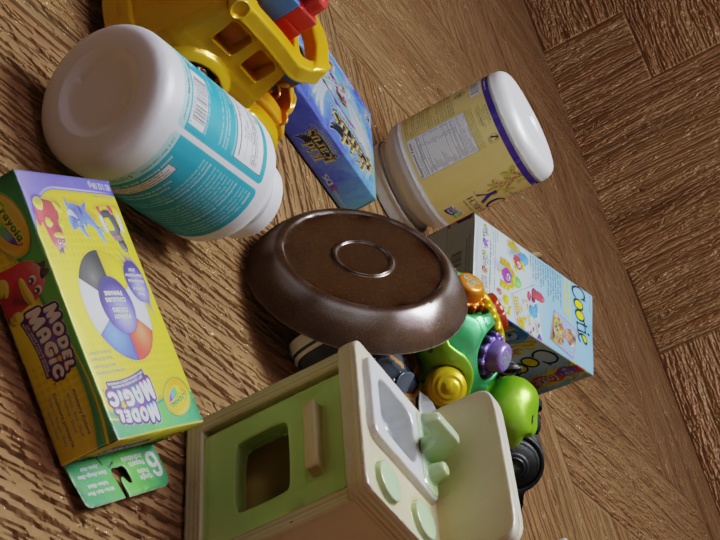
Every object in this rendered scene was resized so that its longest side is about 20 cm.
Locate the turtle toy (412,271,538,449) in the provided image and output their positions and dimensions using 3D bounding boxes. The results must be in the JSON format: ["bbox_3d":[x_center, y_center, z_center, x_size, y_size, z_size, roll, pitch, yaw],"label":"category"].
[{"bbox_3d":[0.097,0.078,1.283,0.146,0.100,0.201,-169,-125,-86],"label":"turtle toy"}]

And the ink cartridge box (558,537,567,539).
[{"bbox_3d":[0.199,0.374,1.415,0.117,0.067,0.200,63,18,-3],"label":"ink cartridge box"}]

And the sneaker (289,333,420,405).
[{"bbox_3d":[0.005,0.093,1.220,0.080,0.078,0.200,64,14,19],"label":"sneaker"}]

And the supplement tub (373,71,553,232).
[{"bbox_3d":[0.121,-0.139,1.681,0.146,0.199,0.146,53,20,-30],"label":"supplement tub"}]

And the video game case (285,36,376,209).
[{"bbox_3d":[-0.050,-0.191,1.514,0.200,0.045,0.182,54,21,-32],"label":"video game case"}]

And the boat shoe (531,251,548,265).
[{"bbox_3d":[0.268,0.015,2.115,0.071,0.070,0.200,63,16,10],"label":"boat shoe"}]

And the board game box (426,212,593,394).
[{"bbox_3d":[0.147,0.043,1.451,0.199,0.103,0.106,32,48,-34],"label":"board game box"}]

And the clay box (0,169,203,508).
[{"bbox_3d":[-0.164,0.040,0.846,0.201,0.047,0.115,66,18,8],"label":"clay box"}]

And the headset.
[{"bbox_3d":[0.146,0.172,1.440,0.124,0.093,0.201,-84,174,-51],"label":"headset"}]

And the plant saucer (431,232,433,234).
[{"bbox_3d":[0.120,0.051,1.691,0.201,0.037,0.201,55,19,-29],"label":"plant saucer"}]

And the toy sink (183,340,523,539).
[{"bbox_3d":[-0.010,0.138,0.907,0.112,0.199,0.131,51,22,-38],"label":"toy sink"}]

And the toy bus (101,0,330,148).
[{"bbox_3d":[-0.092,-0.196,1.152,0.200,0.191,0.137,45,24,-51],"label":"toy bus"}]

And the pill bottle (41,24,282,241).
[{"bbox_3d":[-0.135,-0.090,1.010,0.200,0.110,0.112,37,32,-57],"label":"pill bottle"}]

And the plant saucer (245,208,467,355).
[{"bbox_3d":[0.000,0.000,1.185,0.201,0.198,0.032,-88,-171,-56],"label":"plant saucer"}]

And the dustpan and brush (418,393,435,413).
[{"bbox_3d":[0.080,0.159,1.412,0.200,0.057,0.141,27,52,-73],"label":"dustpan and brush"}]
